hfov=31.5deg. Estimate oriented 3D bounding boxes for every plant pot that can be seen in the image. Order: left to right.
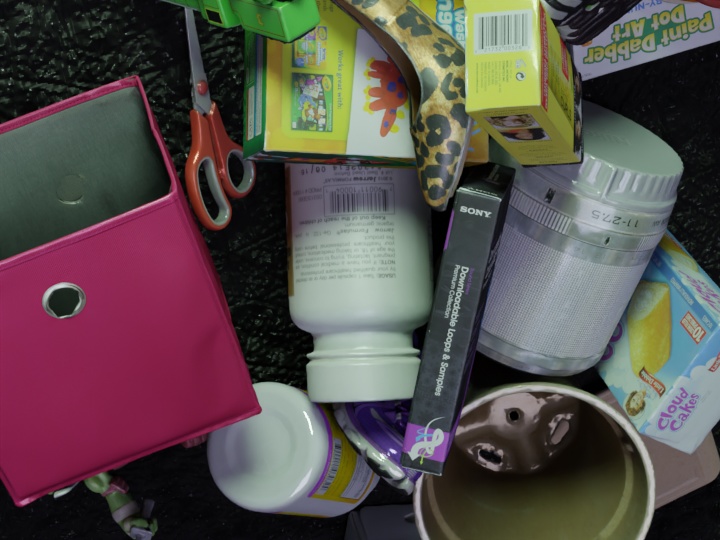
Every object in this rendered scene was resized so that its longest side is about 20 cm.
[{"bbox_3d":[0.144,0.162,1.132,0.199,0.184,0.201,0,106,1],"label":"plant pot"}]

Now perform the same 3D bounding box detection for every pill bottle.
[{"bbox_3d":[-0.046,0.159,1.098,0.104,0.104,0.200,-37,158,8],"label":"pill bottle"},{"bbox_3d":[0.000,0.000,0.993,0.114,0.114,0.201,-1,86,-17],"label":"pill bottle"}]

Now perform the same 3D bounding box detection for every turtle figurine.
[{"bbox_3d":[-0.170,0.159,1.055,0.194,0.200,0.144,-30,113,-20],"label":"turtle figurine"}]

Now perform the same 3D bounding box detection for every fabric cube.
[{"bbox_3d":[-0.207,0.012,0.937,0.195,0.200,0.200,-20,125,-5],"label":"fabric cube"}]

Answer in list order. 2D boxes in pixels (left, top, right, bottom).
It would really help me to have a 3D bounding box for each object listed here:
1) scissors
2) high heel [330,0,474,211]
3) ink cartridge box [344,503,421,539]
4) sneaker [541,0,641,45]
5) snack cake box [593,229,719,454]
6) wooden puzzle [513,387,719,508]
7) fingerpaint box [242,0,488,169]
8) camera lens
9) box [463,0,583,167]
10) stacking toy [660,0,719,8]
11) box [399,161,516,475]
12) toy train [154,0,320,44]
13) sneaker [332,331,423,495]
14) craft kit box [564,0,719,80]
[{"bbox_3d":[-0.123,-0.124,0.966,0.073,0.014,0.201,-47,136,-37],"label":"scissors"},{"bbox_3d":[0.002,-0.140,0.837,0.142,0.071,0.201,1,86,-12],"label":"high heel"},{"bbox_3d":[0.052,0.340,1.297,0.145,0.083,0.201,0,122,-17],"label":"ink cartridge box"},{"bbox_3d":[0.139,-0.229,0.904,0.076,0.200,0.116,-36,81,19],"label":"sneaker"},{"bbox_3d":[0.252,0.046,1.102,0.067,0.200,0.115,23,112,-28],"label":"snack cake box"},{"bbox_3d":[0.262,0.184,1.299,0.199,0.037,0.185,-29,125,-4],"label":"wooden puzzle"},{"bbox_3d":[0.004,-0.176,0.908,0.166,0.073,0.201,1,88,-18],"label":"fingerpaint box"},{"bbox_3d":[0.157,-0.026,1.051,0.159,0.160,0.201,10,118,-23],"label":"camera lens"},{"bbox_3d":[0.113,-0.122,0.859,0.050,0.200,0.076,-2,83,18],"label":"box"},{"bbox_3d":[0.276,-0.227,0.885,0.145,0.200,0.147,-8,123,-13],"label":"stacking toy"},{"bbox_3d":[0.072,0.028,0.921,0.036,0.143,0.201,12,105,8],"label":"box"},{"bbox_3d":[-0.099,-0.193,0.851,0.042,0.200,0.057,-36,129,-26],"label":"toy train"},{"bbox_3d":[0.026,0.103,1.068,0.083,0.200,0.081,-35,117,14],"label":"sneaker"},{"bbox_3d":[0.243,-0.267,0.998,0.199,0.049,0.198,-17,128,-6],"label":"craft kit box"}]
